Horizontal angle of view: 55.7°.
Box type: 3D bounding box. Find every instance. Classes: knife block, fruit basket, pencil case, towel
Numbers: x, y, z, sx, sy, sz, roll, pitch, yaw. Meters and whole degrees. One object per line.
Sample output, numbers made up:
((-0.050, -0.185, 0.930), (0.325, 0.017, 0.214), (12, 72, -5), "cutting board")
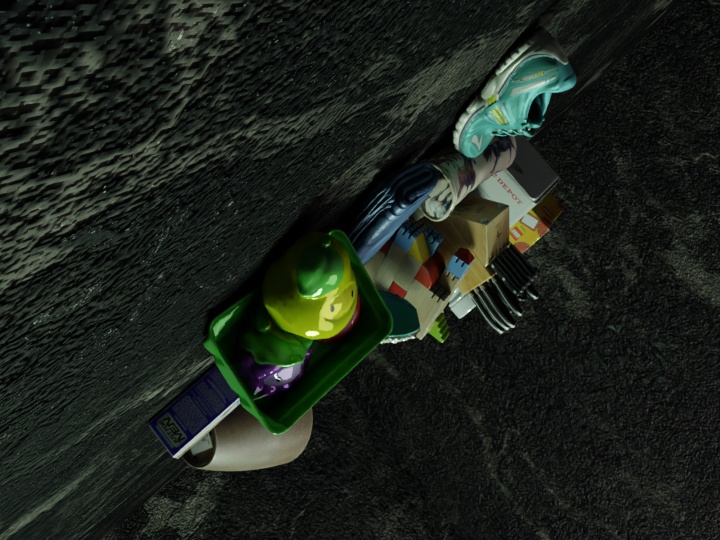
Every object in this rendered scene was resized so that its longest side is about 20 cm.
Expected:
((0.155, -0.012, 0.965), (0.064, 0.197, 0.180), (-33, 131, -38), "knife block")
((-0.052, 0.047, 0.703), (0.212, 0.158, 0.216), (-31, -170, 6), "fruit basket")
((0.140, -0.141, 0.923), (0.199, 0.079, 0.089), (-38, -173, -41), "pencil case")
((0.010, -0.051, 0.824), (0.111, 0.049, 0.200), (-37, 172, -49), "towel")

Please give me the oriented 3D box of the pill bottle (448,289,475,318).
((0.131, -0.024, 1.142), (0.111, 0.201, 0.111), (-40, 176, -4), "pill bottle")

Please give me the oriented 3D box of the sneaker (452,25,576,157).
((0.169, -0.182, 0.778), (0.077, 0.080, 0.200), (-39, 175, -27), "sneaker")

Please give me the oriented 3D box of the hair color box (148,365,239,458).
((-0.213, 0.186, 1.008), (0.199, 0.065, 0.109), (-39, 175, -19), "hair color box")

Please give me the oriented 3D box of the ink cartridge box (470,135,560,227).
((0.210, -0.136, 1.129), (0.087, 0.146, 0.200), (-40, 175, -30), "ink cartridge box")

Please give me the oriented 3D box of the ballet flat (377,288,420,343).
((-0.019, 0.058, 0.899), (0.072, 0.194, 0.074), (-172, -90, -83), "ballet flat")

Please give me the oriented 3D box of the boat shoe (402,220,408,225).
((0.121, -0.073, 1.041), (0.196, 0.066, 0.074), (-4, 147, -35), "boat shoe")

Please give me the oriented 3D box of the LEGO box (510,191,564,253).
((0.289, -0.152, 1.313), (0.077, 0.201, 0.148), (-43, 174, 33), "LEGO box")

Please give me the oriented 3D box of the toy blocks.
((0.062, -0.009, 0.931), (0.100, 0.198, 0.138), (-37, 159, -51), "toy blocks")

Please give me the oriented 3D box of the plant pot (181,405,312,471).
((-0.210, 0.258, 1.153), (0.187, 0.189, 0.198), (-43, 161, 24), "plant pot")
